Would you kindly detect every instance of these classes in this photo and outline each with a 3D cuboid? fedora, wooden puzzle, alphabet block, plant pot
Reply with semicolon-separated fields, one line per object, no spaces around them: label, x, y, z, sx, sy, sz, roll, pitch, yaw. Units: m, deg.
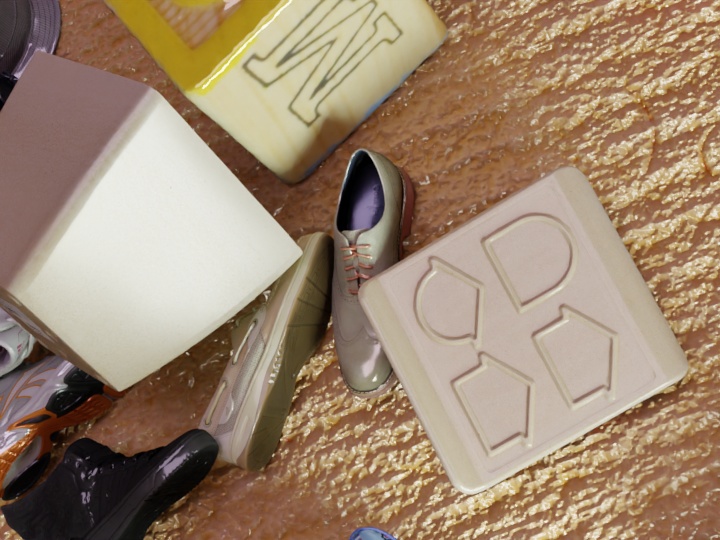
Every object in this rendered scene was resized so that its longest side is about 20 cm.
fedora;-0.390;-0.235;1.599;0.199;0.090;0.178;20;82;27
wooden puzzle;0.123;0.046;1.298;0.199;0.046;0.186;-29;75;6
alphabet block;-0.080;-0.225;1.400;0.196;0.200;0.195;-45;62;3
plant pot;-0.204;-0.027;1.335;0.178;0.200;0.199;-52;38;-13

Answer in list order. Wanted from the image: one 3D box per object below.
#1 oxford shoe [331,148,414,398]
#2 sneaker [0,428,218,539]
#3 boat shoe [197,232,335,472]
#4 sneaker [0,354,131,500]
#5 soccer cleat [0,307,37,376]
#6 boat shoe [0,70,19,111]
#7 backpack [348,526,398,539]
oxford shoe;0.000;0.000;1.361;0.070;0.074;0.202;-7;70;21
sneaker;-0.206;0.171;1.388;0.200;0.060;0.104;-49;65;22
boat shoe;-0.077;0.059;1.379;0.064;0.072;0.202;18;86;26
sneaker;-0.272;0.097;1.450;0.200;0.076;0.092;-43;55;2
soccer cleat;-0.288;0.040;1.447;0.200;0.070;0.086;-46;35;-18
boat shoe;-0.313;-0.146;1.502;0.199;0.063;0.074;-23;38;-29
backpack;0.019;0.271;1.191;0.182;0.200;0.135;38;90;29
